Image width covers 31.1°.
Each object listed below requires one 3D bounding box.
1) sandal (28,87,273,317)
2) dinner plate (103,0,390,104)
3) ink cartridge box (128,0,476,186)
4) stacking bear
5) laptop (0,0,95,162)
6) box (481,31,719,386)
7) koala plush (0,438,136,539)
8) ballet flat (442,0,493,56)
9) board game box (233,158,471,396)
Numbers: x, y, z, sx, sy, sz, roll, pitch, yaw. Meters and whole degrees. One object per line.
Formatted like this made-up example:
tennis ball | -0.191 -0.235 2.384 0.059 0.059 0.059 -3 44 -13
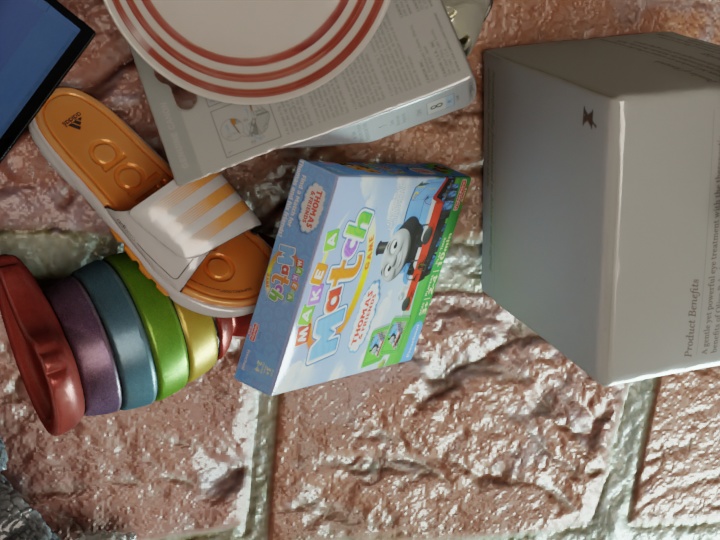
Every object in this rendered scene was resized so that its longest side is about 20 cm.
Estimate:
sandal | -0.132 -0.052 0.836 0.207 0.059 0.079 41 54 2
dinner plate | -0.067 -0.200 0.774 0.200 0.024 0.200 -6 104 -25
ink cartridge box | -0.045 -0.151 0.847 0.200 0.047 0.160 -21 74 0
stacking bear | -0.135 0.029 0.891 0.200 0.121 0.114 -20 144 -22
laptop | -0.301 -0.142 0.772 0.177 0.103 0.200 -52 133 3
box | 0.200 -0.053 0.922 0.171 0.200 0.199 -8 111 -19
koala plush | -0.245 0.230 0.895 0.177 0.184 0.200 -53 156 -10
ballet flat | 0.042 -0.160 0.903 0.200 0.068 0.068 -47 126 2
board game box | 0.000 0.000 0.897 0.200 0.037 0.151 -7 117 -60
